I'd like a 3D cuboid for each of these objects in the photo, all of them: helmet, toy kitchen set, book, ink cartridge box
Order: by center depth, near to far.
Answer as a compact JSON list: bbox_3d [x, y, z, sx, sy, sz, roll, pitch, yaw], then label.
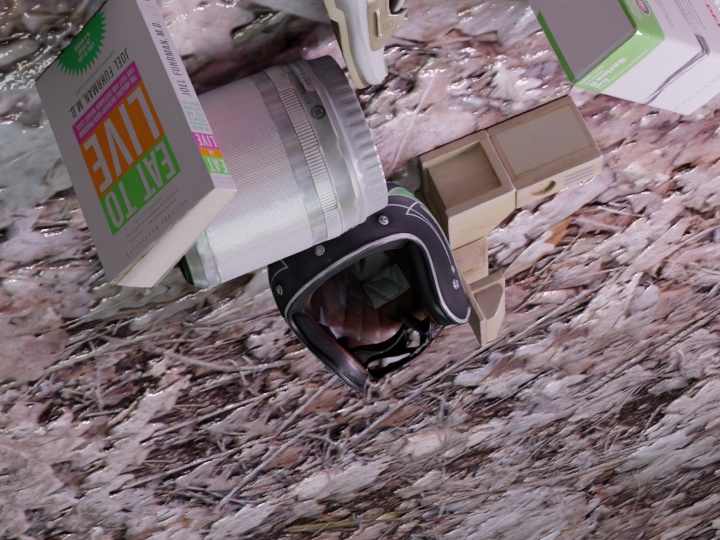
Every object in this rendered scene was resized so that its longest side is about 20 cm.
[{"bbox_3d":[-0.178,-0.107,1.557,0.048,0.201,0.134,4,142,-47],"label":"book"},{"bbox_3d":[0.244,-0.232,1.777,0.084,0.146,0.199,-39,152,30],"label":"ink cartridge box"},{"bbox_3d":[0.000,0.000,1.956,0.199,0.191,0.200,-34,-167,9],"label":"helmet"},{"bbox_3d":[0.172,-0.039,2.073,0.179,0.164,0.200,-22,156,-6],"label":"toy kitchen set"}]

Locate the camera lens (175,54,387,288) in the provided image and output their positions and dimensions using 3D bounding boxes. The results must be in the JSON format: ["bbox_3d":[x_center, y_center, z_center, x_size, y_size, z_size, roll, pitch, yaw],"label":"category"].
[{"bbox_3d":[-0.094,-0.087,1.727,0.199,0.161,0.160,-22,156,-7],"label":"camera lens"}]

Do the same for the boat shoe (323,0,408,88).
[{"bbox_3d":[0.006,-0.221,1.660,0.068,0.075,0.200,-20,155,1],"label":"boat shoe"}]
